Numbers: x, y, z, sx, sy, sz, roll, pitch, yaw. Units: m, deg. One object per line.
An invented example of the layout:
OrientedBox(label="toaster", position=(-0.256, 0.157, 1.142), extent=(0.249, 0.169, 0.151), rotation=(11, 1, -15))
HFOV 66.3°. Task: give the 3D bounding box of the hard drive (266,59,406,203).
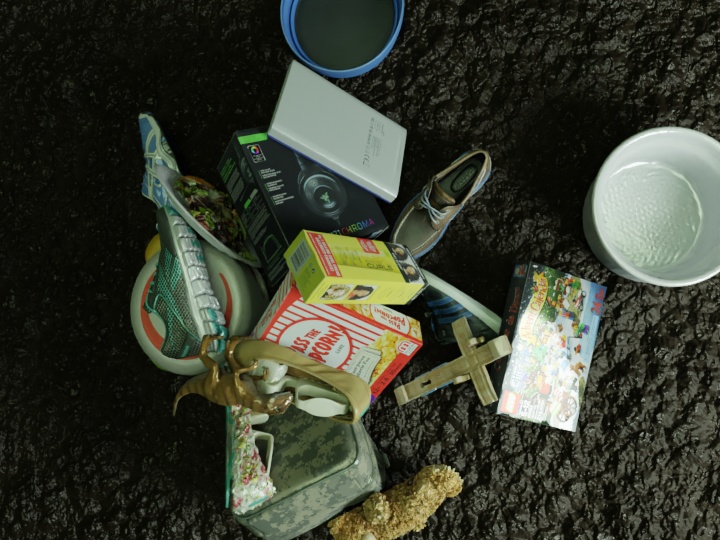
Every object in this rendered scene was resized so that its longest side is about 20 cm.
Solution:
OrientedBox(label="hard drive", position=(-0.026, -0.195, 0.778), extent=(0.196, 0.025, 0.135), rotation=(25, 56, -21))

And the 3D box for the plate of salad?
OrientedBox(label="plate of salad", position=(-0.204, -0.083, 0.778), extent=(0.048, 0.200, 0.200), rotation=(-43, 81, 4))

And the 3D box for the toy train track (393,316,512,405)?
OrientedBox(label="toy train track", position=(0.115, 0.140, 0.751), extent=(0.198, 0.032, 0.118), rotation=(-35, 66, 36))

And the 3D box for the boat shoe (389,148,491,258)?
OrientedBox(label="boat shoe", position=(0.112, -0.102, 0.802), extent=(0.072, 0.072, 0.201), rotation=(40, 91, 9))

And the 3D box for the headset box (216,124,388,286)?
OrientedBox(label="headset box", position=(-0.083, -0.110, 0.776), extent=(0.171, 0.092, 0.204), rotation=(-20, 80, -37))

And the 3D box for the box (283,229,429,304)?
OrientedBox(label="box", position=(0.000, 0.000, 0.701), extent=(0.050, 0.196, 0.077), rotation=(-46, 57, 31))

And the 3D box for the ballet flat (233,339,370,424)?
OrientedBox(label="ballet flat", position=(-0.083, 0.136, 0.675), extent=(0.194, 0.063, 0.071), rotation=(13, 115, 8))

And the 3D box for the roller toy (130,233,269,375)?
OrientedBox(label="roller toy", position=(-0.230, 0.051, 0.801), extent=(0.176, 0.140, 0.207), rotation=(6, 85, 7))

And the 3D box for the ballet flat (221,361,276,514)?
OrientedBox(label="ballet flat", position=(-0.143, 0.205, 0.697), extent=(0.062, 0.077, 0.204), rotation=(-1, 47, -16))

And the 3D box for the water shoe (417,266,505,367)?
OrientedBox(label="water shoe", position=(0.123, 0.064, 0.787), extent=(0.197, 0.071, 0.080), rotation=(32, 92, 9))

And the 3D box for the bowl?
OrientedBox(label="bowl", position=(-0.028, -0.403, 0.864), extent=(0.193, 0.039, 0.208), rotation=(-1, 85, 7))

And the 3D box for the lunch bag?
OrientedBox(label="lunch bag", position=(-0.069, 0.275, 0.752), extent=(0.196, 0.170, 0.141), rotation=(-27, 43, 2))

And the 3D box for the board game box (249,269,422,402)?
OrientedBox(label="board game box", position=(-0.038, 0.096, 0.739), extent=(0.196, 0.047, 0.153), rotation=(24, 124, -20))

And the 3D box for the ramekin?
OrientedBox(label="ramekin", position=(0.402, -0.079, 0.749), extent=(0.193, 0.098, 0.208), rotation=(-1, 85, 7))

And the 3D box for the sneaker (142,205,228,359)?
OrientedBox(label="sneaker", position=(-0.239, 0.018, 0.701), extent=(0.089, 0.078, 0.206), rotation=(-19, 79, -2))

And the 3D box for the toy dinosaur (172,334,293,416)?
OrientedBox(label="toy dinosaur", position=(-0.172, 0.131, 0.655), extent=(0.195, 0.060, 0.110), rotation=(-1, 83, 31))

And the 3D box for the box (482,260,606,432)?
OrientedBox(label="box", position=(0.254, 0.104, 0.755), extent=(0.133, 0.038, 0.207), rotation=(15, 87, -19))

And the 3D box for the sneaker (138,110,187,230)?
OrientedBox(label="sneaker", position=(-0.313, -0.154, 0.861), extent=(0.075, 0.076, 0.205), rotation=(-23, 81, 0))

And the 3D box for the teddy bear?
OrientedBox(label="teddy bear", position=(0.054, 0.327, 0.743), extent=(0.195, 0.147, 0.068), rotation=(-23, 60, -13))
